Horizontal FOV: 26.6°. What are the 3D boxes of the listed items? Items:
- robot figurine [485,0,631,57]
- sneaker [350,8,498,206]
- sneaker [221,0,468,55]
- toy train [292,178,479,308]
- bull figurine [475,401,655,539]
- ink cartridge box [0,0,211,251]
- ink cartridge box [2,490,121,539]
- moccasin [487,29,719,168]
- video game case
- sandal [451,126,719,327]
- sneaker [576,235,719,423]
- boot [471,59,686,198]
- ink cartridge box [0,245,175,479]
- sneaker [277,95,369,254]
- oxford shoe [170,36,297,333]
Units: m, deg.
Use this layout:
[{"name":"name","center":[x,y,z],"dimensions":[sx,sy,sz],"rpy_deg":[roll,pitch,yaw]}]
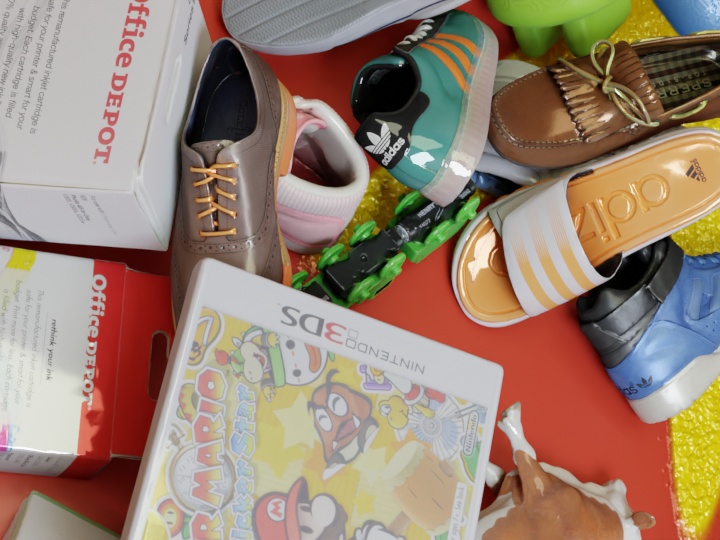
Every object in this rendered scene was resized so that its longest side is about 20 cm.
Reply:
[{"name":"robot figurine","center":[0.126,-0.249,1.049],"dimensions":[0.116,0.175,0.201],"rpy_deg":[-44,125,-33]},{"name":"sneaker","center":[0.038,-0.124,0.984],"dimensions":[0.080,0.072,0.201],"rpy_deg":[29,32,-15]},{"name":"sneaker","center":[0.009,-0.183,1.005],"dimensions":[0.198,0.071,0.074],"rpy_deg":[-11,81,15]},{"name":"toy train","center":[0.000,0.000,0.968],"dimensions":[0.200,0.056,0.042],"rpy_deg":[-37,77,-29]},{"name":"bull figurine","center":[0.089,0.162,0.943],"dimensions":[0.199,0.065,0.122],"rpy_deg":[-32,82,-29]},{"name":"ink cartridge box","center":[-0.196,-0.096,0.860],"dimensions":[0.198,0.084,0.147],"rpy_deg":[5,67,10]},{"name":"ink cartridge box","center":[-0.125,0.195,0.773],"dimensions":[0.145,0.200,0.048],"rpy_deg":[31,100,-10]},{"name":"moccasin","center":[0.173,-0.116,0.998],"dimensions":[0.200,0.078,0.074],"rpy_deg":[-10,69,-17]},{"name":"video game case","center":[-0.023,0.114,0.776],"dimensions":[0.181,0.023,0.202],"rpy_deg":[20,66,-18]},{"name":"sandal","center":[0.147,-0.032,0.980],"dimensions":[0.206,0.059,0.080],"rpy_deg":[-29,93,12]},{"name":"sneaker","center":[0.229,0.000,1.051],"dimensions":[0.200,0.077,0.112],"rpy_deg":[-41,99,-22]},{"name":"boot","center":[0.162,-0.064,1.059],"dimensions":[0.199,0.074,0.096],"rpy_deg":[21,70,-5]},{"name":"ink cartridge box","center":[-0.199,0.051,0.861],"dimensions":[0.198,0.067,0.117],"rpy_deg":[9,69,-19]},{"name":"sneaker","center":[-0.080,-0.091,0.941],"dimensions":[0.199,0.105,0.076],"rpy_deg":[33,65,-8]},{"name":"oxford shoe","center":[-0.079,-0.033,0.838],"dimensions":[0.071,0.073,0.202],"rpy_deg":[-6,64,13]}]
